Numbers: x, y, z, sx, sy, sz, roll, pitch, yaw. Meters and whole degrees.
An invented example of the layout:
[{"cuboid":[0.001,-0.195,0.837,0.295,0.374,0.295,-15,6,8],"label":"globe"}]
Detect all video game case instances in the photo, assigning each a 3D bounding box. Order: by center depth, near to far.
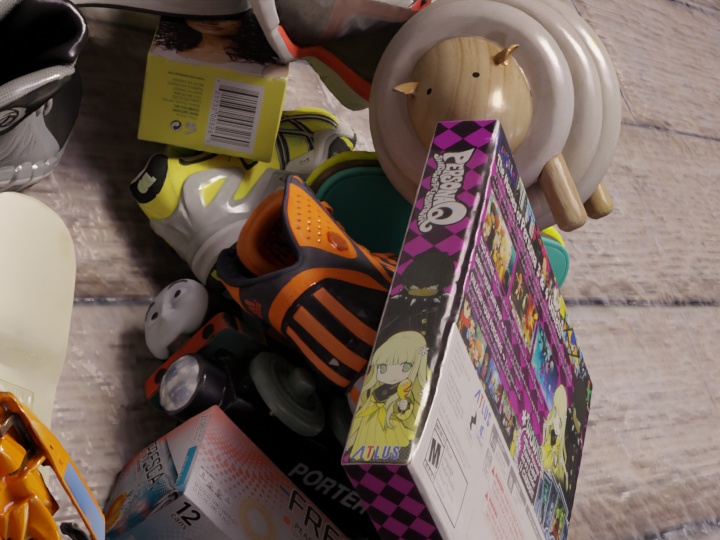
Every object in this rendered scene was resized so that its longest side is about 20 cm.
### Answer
[{"cuboid":[0.055,0.066,0.900,0.201,0.036,0.182,65,33,-47],"label":"video game case"}]

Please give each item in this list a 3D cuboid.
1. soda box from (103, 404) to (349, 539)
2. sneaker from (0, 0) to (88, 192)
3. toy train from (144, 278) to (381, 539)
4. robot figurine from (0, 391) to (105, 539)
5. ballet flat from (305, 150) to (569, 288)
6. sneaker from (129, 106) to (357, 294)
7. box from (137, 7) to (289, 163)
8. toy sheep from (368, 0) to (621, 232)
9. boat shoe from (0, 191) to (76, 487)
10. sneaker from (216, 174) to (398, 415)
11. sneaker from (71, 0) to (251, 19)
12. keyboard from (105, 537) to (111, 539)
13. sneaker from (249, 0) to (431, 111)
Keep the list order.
[{"cuboid":[-0.028,0.158,0.910,0.200,0.063,0.069,46,28,-18],"label":"soda box"},{"cuboid":[-0.152,-0.085,0.913,0.075,0.115,0.200,54,27,-4],"label":"sneaker"},{"cuboid":[-0.026,0.075,0.995,0.199,0.085,0.114,31,24,-37],"label":"toy train"},{"cuboid":[-0.132,0.128,0.707,0.145,0.058,0.201,-48,120,-38],"label":"robot figurine"},{"cuboid":[0.030,-0.026,1.098,0.199,0.067,0.067,17,17,-41],"label":"ballet flat"},{"cuboid":[-0.060,-0.059,1.090,0.076,0.075,0.200,43,22,-3],"label":"sneaker"},{"cuboid":[-0.073,-0.124,1.091,0.075,0.050,0.200,9,25,-6],"label":"box"},{"cuboid":[0.070,-0.076,1.010,0.138,0.137,0.200,58,11,3],"label":"toy sheep"},{"cuboid":[-0.162,0.065,0.787,0.073,0.063,0.203,34,49,-34],"label":"boat shoe"},{"cuboid":[0.000,0.000,0.980,0.112,0.078,0.200,42,12,6],"label":"sneaker"},{"cuboid":[-0.131,-0.191,0.997,0.199,0.122,0.084,-3,29,-33],"label":"sneaker"},{"cuboid":[-0.091,0.190,0.818,0.200,0.040,0.104,47,51,-21],"label":"keyboard"},{"cuboid":[-0.007,-0.146,1.018,0.078,0.081,0.200,67,13,16],"label":"sneaker"}]
